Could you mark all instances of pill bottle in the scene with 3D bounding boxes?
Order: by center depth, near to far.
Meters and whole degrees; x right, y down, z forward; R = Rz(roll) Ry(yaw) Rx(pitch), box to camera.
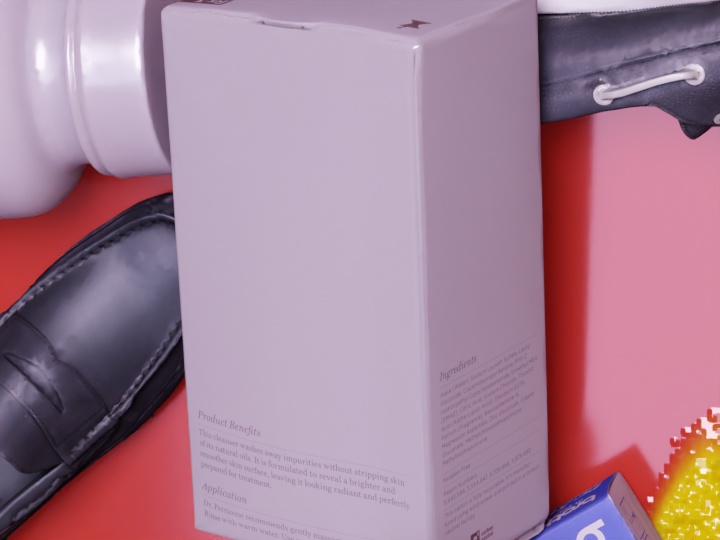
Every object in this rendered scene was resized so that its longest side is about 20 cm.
[{"bbox_3d":[-0.163,-0.073,0.938,0.200,0.112,0.112,-3,98,13],"label":"pill bottle"}]

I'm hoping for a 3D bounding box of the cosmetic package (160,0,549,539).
[{"bbox_3d":[0.000,0.000,0.895,0.113,0.081,0.200,13,113,34],"label":"cosmetic package"}]

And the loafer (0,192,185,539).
[{"bbox_3d":[-0.124,0.052,0.970,0.068,0.070,0.201,45,105,3],"label":"loafer"}]

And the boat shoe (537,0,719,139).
[{"bbox_3d":[0.114,-0.076,0.898,0.200,0.076,0.060,-1,98,25],"label":"boat shoe"}]

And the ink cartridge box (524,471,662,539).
[{"bbox_3d":[0.107,0.185,0.951,0.094,0.044,0.200,-32,90,14],"label":"ink cartridge box"}]
